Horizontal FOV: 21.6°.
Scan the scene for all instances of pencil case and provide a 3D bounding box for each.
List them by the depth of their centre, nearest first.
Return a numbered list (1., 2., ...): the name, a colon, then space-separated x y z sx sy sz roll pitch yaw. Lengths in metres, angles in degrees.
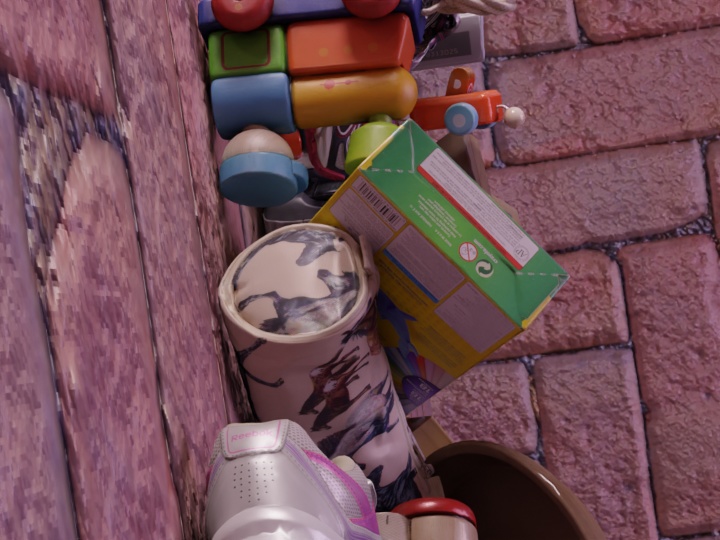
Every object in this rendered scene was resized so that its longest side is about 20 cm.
1. pencil case: -0.014 0.066 0.992 0.078 0.089 0.200 -115 -172 -45

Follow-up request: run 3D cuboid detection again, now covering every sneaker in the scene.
1. sneaker: -0.020 0.126 0.836 0.200 0.081 0.088 75 8 -60
2. sneaker: 0.020 -0.147 1.121 0.081 0.075 0.200 -177 -71 -84

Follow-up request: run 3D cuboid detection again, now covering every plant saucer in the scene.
1. plant saucer: 0.084 0.191 1.044 0.200 0.029 0.201 15 -71 52

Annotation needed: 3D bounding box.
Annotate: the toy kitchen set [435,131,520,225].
1. toy kitchen set: 0.081 -0.013 1.450 0.180 0.163 0.200 29 37 -36

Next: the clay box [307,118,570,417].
1. clay box: 0.019 0.009 1.004 0.115 0.048 0.200 45 -27 -1

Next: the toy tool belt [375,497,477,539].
1. toy tool belt: 0.028 0.214 0.978 0.200 0.125 0.123 106 -16 -57

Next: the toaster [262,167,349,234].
1. toaster: 0.000 0.000 1.212 0.200 0.113 0.130 -88 173 -80

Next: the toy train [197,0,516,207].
1. toy train: 0.015 -0.101 1.018 0.085 0.199 0.116 70 16 -70

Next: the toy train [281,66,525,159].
1. toy train: 0.018 -0.113 1.278 0.200 0.150 0.056 -21 106 -66

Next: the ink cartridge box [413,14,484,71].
1. ink cartridge box: 0.017 -0.225 1.569 0.200 0.162 0.050 -94 175 -55

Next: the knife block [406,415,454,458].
1. knife block: 0.064 0.179 1.203 0.176 0.064 0.200 53 -13 -3

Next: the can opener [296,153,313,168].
1. can opener: -0.018 -0.053 1.381 0.066 0.053 0.200 11 69 -52
